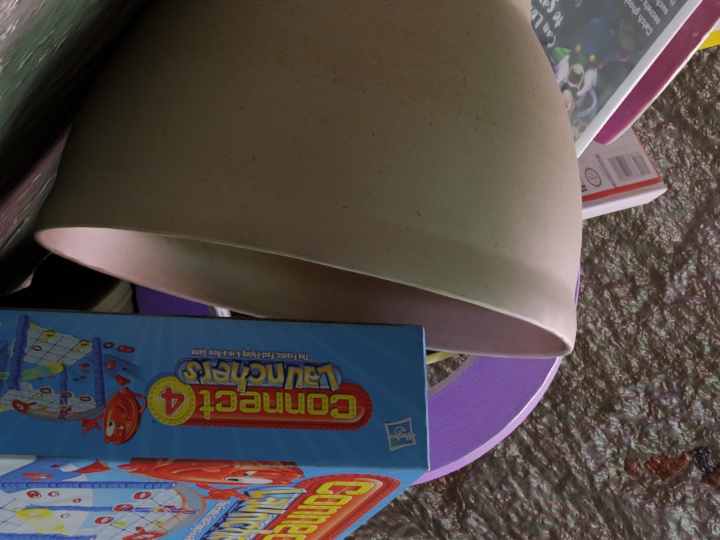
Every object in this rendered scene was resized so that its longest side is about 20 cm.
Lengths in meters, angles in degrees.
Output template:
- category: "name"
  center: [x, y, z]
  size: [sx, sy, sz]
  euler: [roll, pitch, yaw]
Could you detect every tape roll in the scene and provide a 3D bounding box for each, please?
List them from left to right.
- category: "tape roll"
  center: [0.000, 0.000, 1.056]
  size: [0.200, 0.200, 0.066]
  euler: [-51, 172, -4]

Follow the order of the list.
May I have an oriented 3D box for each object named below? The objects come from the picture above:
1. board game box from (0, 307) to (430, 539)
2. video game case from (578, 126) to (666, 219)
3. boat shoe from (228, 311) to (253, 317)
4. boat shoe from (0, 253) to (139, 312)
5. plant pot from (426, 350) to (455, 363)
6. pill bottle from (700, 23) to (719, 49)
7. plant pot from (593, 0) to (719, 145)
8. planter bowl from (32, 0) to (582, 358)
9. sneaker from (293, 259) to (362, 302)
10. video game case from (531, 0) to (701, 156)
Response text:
- category: "board game box"
  center: [-0.094, 0.070, 0.893]
  size: [0.200, 0.196, 0.056]
  euler: [129, -39, -67]
- category: "video game case"
  center: [0.083, -0.118, 1.230]
  size: [0.017, 0.200, 0.143]
  euler: [-33, 170, 30]
- category: "boat shoe"
  center: [-0.036, -0.033, 1.131]
  size: [0.063, 0.073, 0.201]
  euler: [66, 20, -79]
- category: "boat shoe"
  center: [-0.127, 0.034, 1.053]
  size: [0.071, 0.065, 0.200]
  euler: [-12, -167, 14]
- category: "plant pot"
  center: [-0.031, -0.031, 1.273]
  size: [0.200, 0.200, 0.193]
  euler: [-51, -167, -25]
- category: "pill bottle"
  center: [0.186, -0.174, 1.197]
  size: [0.200, 0.109, 0.109]
  euler: [-10, -146, 51]
- category: "plant pot"
  center: [0.087, -0.163, 1.085]
  size: [0.200, 0.179, 0.200]
  euler: [-52, -179, 2]
- category: "planter bowl"
  center: [-0.007, -0.054, 0.847]
  size: [0.200, 0.200, 0.135]
  euler: [132, -29, -81]
- category: "sneaker"
  center: [-0.025, -0.022, 0.977]
  size: [0.082, 0.200, 0.074]
  euler: [-70, 165, -61]
- category: "video game case"
  center: [0.083, -0.167, 0.944]
  size: [0.182, 0.200, 0.023]
  euler: [-51, -140, -10]
